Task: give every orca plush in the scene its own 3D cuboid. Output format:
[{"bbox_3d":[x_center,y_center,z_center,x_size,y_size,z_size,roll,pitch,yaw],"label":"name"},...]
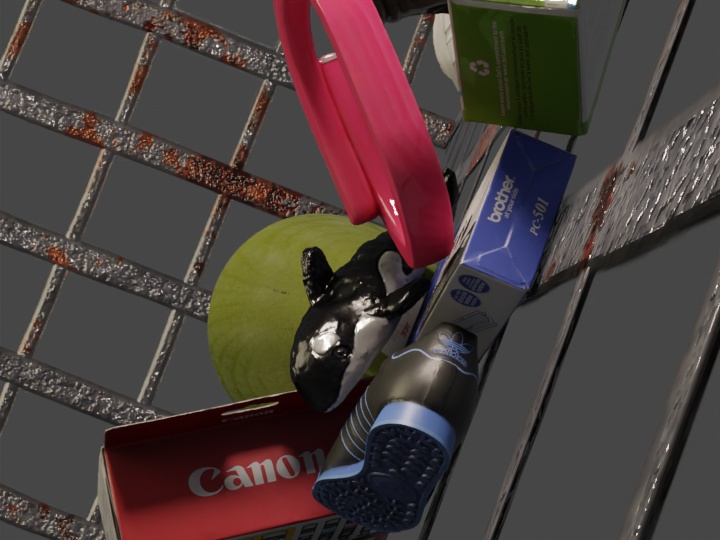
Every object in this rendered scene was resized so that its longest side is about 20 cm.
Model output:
[{"bbox_3d":[0.000,0.000,0.990,0.200,0.071,0.105,-53,9,-26],"label":"orca plush"}]

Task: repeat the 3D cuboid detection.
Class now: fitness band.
[{"bbox_3d":[0.001,-0.095,0.908,0.144,0.037,0.200,129,118,-76],"label":"fitness band"}]

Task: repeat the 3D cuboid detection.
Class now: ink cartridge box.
[{"bbox_3d":[-0.074,0.150,1.054,0.176,0.200,0.084,111,145,-66],"label":"ink cartridge box"},{"bbox_3d":[0.099,-0.195,0.832,0.200,0.076,0.148,74,-150,-51],"label":"ink cartridge box"},{"bbox_3d":[0.071,0.005,0.935,0.200,0.044,0.094,112,-179,-64],"label":"ink cartridge box"}]

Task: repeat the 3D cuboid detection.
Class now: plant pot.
[{"bbox_3d":[-0.004,0.042,1.159,0.187,0.187,0.200,-69,15,-9],"label":"plant pot"}]

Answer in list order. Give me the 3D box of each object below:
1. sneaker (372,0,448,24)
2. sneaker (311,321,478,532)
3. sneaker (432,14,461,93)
[{"bbox_3d":[0.030,-0.191,0.982,0.200,0.099,0.071,-52,-50,-82],"label":"sneaker"},{"bbox_3d":[0.026,0.099,0.930,0.078,0.070,0.200,-64,4,-28],"label":"sneaker"},{"bbox_3d":[0.096,-0.200,1.099,0.078,0.200,0.099,-27,6,-29],"label":"sneaker"}]
